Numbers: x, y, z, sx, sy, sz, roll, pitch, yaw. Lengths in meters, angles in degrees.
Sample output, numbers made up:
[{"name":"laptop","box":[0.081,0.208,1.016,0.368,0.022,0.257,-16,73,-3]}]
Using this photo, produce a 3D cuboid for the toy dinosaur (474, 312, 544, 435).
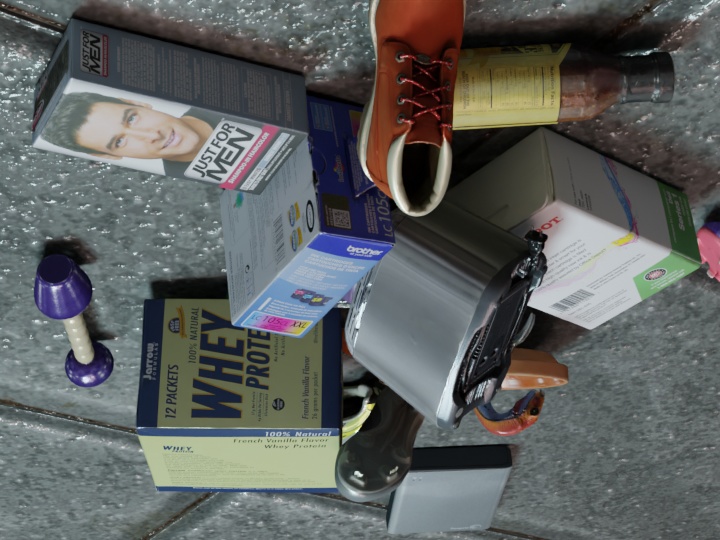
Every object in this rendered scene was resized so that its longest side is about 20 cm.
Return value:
[{"name":"toy dinosaur","box":[0.112,0.083,1.556,0.104,0.183,0.200,-8,159,-15]}]

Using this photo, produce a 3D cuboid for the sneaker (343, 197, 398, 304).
[{"name":"sneaker","box":[0.002,-0.052,1.424,0.076,0.087,0.201,-35,149,-46]}]

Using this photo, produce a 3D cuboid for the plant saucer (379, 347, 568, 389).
[{"name":"plant saucer","box":[0.118,0.103,1.693,0.198,0.033,0.200,0,171,0]}]

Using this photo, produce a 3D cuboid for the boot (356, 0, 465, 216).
[{"name":"boot","box":[0.046,-0.141,1.192,0.074,0.107,0.202,0,116,-11]}]

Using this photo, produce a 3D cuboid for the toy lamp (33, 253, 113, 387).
[{"name":"toy lamp","box":[-0.278,0.049,1.569,0.057,0.059,0.201,-5,150,0]}]

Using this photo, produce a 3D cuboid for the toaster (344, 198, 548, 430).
[{"name":"toaster","box":[0.071,0.025,1.379,0.113,0.129,0.202,-33,147,-50]}]

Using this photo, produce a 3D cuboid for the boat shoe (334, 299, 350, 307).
[{"name":"boat shoe","box":[0.000,0.000,1.534,0.198,0.074,0.063,-4,169,3]}]

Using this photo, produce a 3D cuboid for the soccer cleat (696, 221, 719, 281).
[{"name":"soccer cleat","box":[0.388,-0.003,1.595,0.076,0.067,0.200,-43,137,1]}]

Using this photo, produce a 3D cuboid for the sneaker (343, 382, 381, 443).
[{"name":"sneaker","box":[-0.061,0.168,1.803,0.198,0.076,0.077,-19,141,3]}]

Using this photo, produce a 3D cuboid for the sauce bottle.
[{"name":"sauce bottle","box":[0.150,-0.149,1.294,0.198,0.067,0.066,-3,150,-5]}]

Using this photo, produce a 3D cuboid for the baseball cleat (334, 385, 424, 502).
[{"name":"baseball cleat","box":[0.015,0.190,1.604,0.069,0.200,0.107,31,121,7]}]

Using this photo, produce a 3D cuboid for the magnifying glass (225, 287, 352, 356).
[{"name":"magnifying glass","box":[-0.057,0.050,1.644,0.079,0.023,0.199,-25,143,32]}]

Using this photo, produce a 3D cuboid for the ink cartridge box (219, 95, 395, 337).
[{"name":"ink cartridge box","box":[-0.041,-0.050,1.357,0.076,0.138,0.200,8,148,-27]}]

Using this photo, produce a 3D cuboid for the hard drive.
[{"name":"hard drive","box":[0.109,0.280,2.047,0.138,0.033,0.201,-2,150,-6]}]

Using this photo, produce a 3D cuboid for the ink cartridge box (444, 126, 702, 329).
[{"name":"ink cartridge box","box":[0.188,-0.034,1.472,0.199,0.085,0.144,20,141,-36]}]

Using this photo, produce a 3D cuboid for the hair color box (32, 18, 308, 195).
[{"name":"hair color box","box":[-0.151,-0.127,1.286,0.198,0.061,0.099,11,146,-25]}]

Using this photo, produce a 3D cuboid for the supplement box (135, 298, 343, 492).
[{"name":"supplement box","box":[-0.116,0.129,1.625,0.197,0.136,0.200,0,155,0]}]
